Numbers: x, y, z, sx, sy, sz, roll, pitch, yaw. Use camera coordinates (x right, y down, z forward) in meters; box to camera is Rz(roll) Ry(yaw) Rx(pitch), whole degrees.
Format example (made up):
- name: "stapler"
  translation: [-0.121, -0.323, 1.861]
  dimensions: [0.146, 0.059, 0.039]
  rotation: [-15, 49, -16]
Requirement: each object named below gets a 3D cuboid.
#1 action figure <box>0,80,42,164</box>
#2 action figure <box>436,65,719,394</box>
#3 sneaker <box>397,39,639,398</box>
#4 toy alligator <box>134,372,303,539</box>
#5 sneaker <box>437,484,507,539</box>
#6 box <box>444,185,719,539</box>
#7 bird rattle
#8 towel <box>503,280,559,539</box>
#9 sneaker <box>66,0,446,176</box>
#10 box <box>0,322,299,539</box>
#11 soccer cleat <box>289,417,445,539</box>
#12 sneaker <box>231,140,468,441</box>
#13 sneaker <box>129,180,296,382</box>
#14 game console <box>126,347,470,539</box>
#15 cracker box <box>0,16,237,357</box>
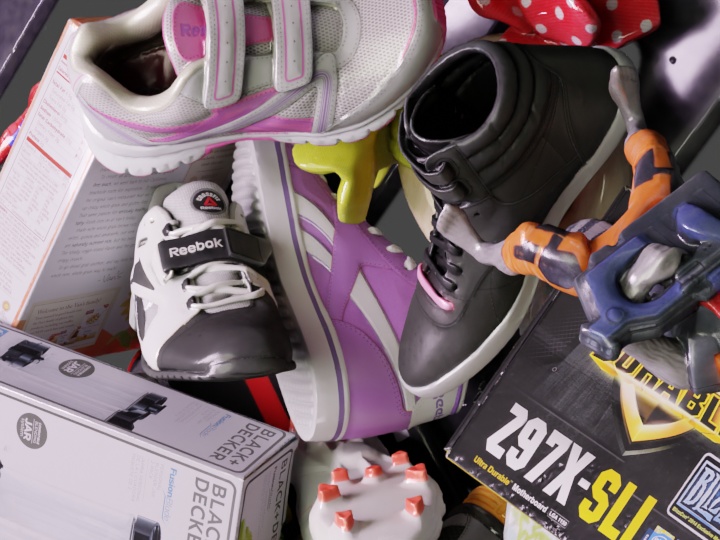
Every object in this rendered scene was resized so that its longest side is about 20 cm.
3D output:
- name: "action figure"
  translation: [-0.193, -0.041, 1.711]
  dimensions: [0.065, 0.052, 0.200]
  rotation: [36, 113, 31]
- name: "action figure"
  translation: [0.158, -0.014, 1.321]
  dimensions: [0.193, 0.200, 0.105]
  rotation: [44, 156, 42]
- name: "sneaker"
  translation: [0.045, -0.031, 1.416]
  dimensions: [0.200, 0.099, 0.071]
  rotation: [-60, 41, 20]
- name: "toy alligator"
  translation: [-0.073, 0.129, 1.590]
  dimensions: [0.200, 0.059, 0.054]
  rotation: [54, 166, 16]
- name: "sneaker"
  translation: [0.037, 0.195, 1.534]
  dimensions: [0.078, 0.077, 0.200]
  rotation: [35, 138, 21]
- name: "box"
  translation: [0.150, 0.068, 1.352]
  dimensions: [0.160, 0.049, 0.200]
  rotation: [-56, 42, 1]
- name: "bird rattle"
  translation: [0.078, -0.076, 1.501]
  dimensions: [0.200, 0.113, 0.163]
  rotation: [-27, 92, 22]
- name: "towel"
  translation: [0.158, 0.064, 1.418]
  dimensions: [0.200, 0.048, 0.172]
  rotation: [-17, 55, 35]
- name: "sneaker"
  translation: [-0.056, -0.103, 1.441]
  dimensions: [0.199, 0.088, 0.082]
  rotation: [-16, 68, 12]
- name: "box"
  translation: [-0.139, 0.113, 1.543]
  dimensions: [0.200, 0.060, 0.117]
  rotation: [20, 117, 20]
- name: "soccer cleat"
  translation: [0.003, 0.129, 1.502]
  dimensions: [0.200, 0.069, 0.078]
  rotation: [-130, 31, -73]
- name: "sneaker"
  translation: [0.000, 0.001, 1.560]
  dimensions: [0.073, 0.114, 0.201]
  rotation: [110, 148, -55]
- name: "sneaker"
  translation: [-0.084, 0.003, 1.515]
  dimensions: [0.200, 0.074, 0.089]
  rotation: [-142, 50, -67]
- name: "game console"
  translation: [-0.034, 0.101, 1.628]
  dimensions: [0.177, 0.031, 0.200]
  rotation: [-33, 78, 28]
- name: "cracker box"
  translation: [-0.136, -0.044, 1.613]
  dimensions: [0.058, 0.134, 0.200]
  rotation: [41, 117, 26]
